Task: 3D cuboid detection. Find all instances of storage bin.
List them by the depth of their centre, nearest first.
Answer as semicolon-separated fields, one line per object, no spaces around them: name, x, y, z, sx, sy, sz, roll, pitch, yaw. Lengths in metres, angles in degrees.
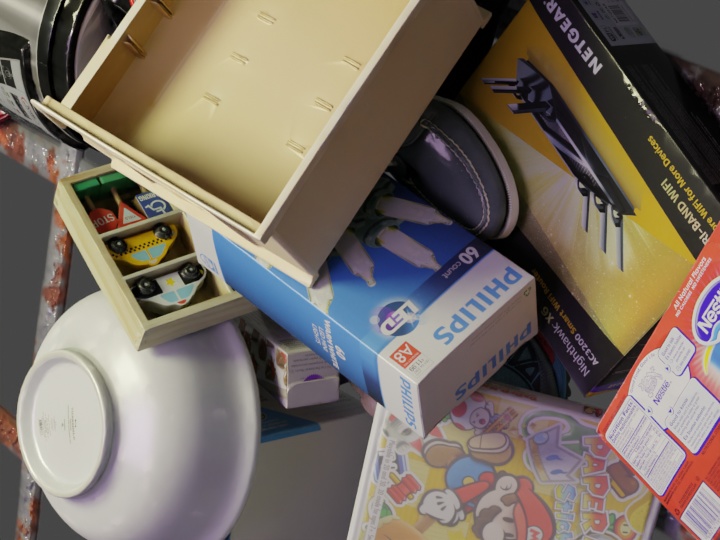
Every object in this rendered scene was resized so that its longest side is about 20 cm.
storage bin;-0.060;-0.129;1.147;0.198;0.094;0.201;30;83;27

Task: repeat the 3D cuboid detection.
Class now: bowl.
bowl;-0.164;0.098;1.295;0.200;0.090;0.203;-1;89;44

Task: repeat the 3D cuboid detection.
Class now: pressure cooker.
pressure cooker;-0.175;-0.178;1.371;0.199;0.175;0.180;30;115;38

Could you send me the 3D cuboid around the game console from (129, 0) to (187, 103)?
game console;-0.072;-0.203;1.272;0.031;0.175;0.202;146;109;-68

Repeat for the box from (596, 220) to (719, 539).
box;0.226;0.040;1.052;0.100;0.095;0.201;46;127;30

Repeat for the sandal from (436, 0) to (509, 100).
sandal;0.060;-0.180;1.213;0.048;0.075;0.202;-111;35;-52

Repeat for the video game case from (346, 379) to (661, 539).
video game case;0.084;0.166;1.204;0.180;0.023;0.202;14;111;5

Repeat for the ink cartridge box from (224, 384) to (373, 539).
ink cartridge box;-0.108;0.128;1.396;0.199;0.128;0.126;26;114;40

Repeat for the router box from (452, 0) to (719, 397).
router box;0.138;-0.052;1.161;0.201;0.052;0.158;57;133;23

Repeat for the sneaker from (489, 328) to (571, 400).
sneaker;0.049;0.037;1.238;0.200;0.095;0.080;52;130;27

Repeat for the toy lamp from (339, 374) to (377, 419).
toy lamp;0.022;0.106;1.310;0.058;0.058;0.201;-47;63;40

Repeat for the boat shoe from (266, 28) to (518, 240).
boat shoe;0.016;-0.085;1.196;0.200;0.062;0.073;48;136;24

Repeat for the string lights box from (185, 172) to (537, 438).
string lights box;0.000;0.000;1.176;0.200;0.103;0.059;36;154;30

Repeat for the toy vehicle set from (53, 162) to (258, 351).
toy vehicle set;-0.088;-0.032;1.298;0.125;0.199;0.027;56;147;22

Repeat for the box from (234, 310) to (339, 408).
box;-0.067;0.046;1.353;0.200;0.041;0.039;-148;56;-63

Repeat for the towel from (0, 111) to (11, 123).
towel;-0.292;-0.204;1.611;0.199;0.023;0.145;-18;83;47
